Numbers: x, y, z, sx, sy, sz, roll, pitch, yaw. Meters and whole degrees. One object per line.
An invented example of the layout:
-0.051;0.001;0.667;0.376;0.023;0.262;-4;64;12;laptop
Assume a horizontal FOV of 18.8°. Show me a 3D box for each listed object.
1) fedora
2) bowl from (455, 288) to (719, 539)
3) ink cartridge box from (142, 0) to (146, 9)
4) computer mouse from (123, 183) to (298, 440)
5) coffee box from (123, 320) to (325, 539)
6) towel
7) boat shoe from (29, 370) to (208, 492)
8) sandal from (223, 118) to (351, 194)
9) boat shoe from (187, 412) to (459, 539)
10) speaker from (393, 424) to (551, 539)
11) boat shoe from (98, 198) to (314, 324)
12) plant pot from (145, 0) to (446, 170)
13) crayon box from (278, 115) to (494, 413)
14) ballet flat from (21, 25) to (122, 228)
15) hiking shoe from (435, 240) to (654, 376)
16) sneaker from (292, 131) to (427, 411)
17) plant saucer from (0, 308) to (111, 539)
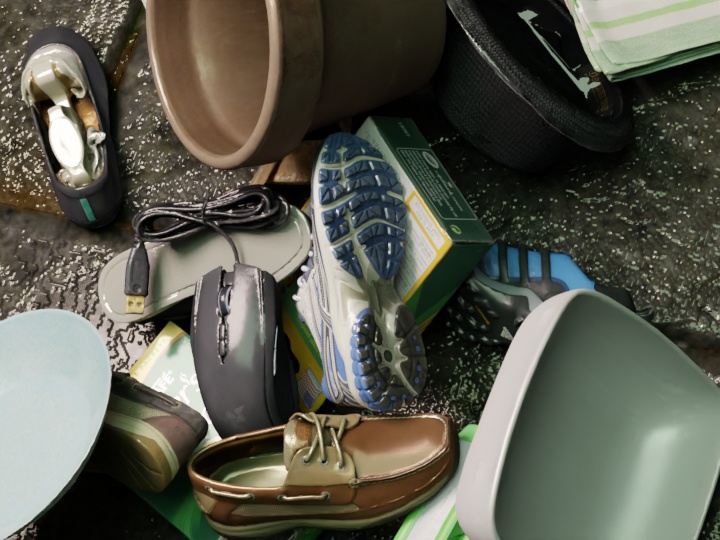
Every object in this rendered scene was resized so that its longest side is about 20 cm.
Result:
0.111;-0.146;1.638;0.092;0.200;0.201;-46;58;28;fedora
0.149;0.132;1.483;0.074;0.200;0.201;-1;60;49;bowl
-0.063;-0.224;1.711;0.199;0.146;0.083;-31;61;2;ink cartridge box
-0.117;0.040;1.583;0.139;0.046;0.202;-2;92;26;computer mouse
-0.108;0.141;1.625;0.200;0.044;0.123;38;83;27;coffee box
0.221;-0.241;1.680;0.151;0.023;0.201;-17;57;-7;towel
-0.184;0.107;1.598;0.066;0.072;0.200;-32;30;-30;boat shoe
-0.046;-0.078;1.702;0.070;0.078;0.212;40;90;-4;sandal
-0.030;0.138;1.519;0.199;0.074;0.076;-16;46;17;boat shoe
0.057;0.212;1.522;0.088;0.089;0.201;25;76;24;speaker
-0.107;-0.004;1.640;0.199;0.060;0.074;-23;78;31;boat shoe
-0.036;-0.180;1.568;0.173;0.201;0.201;-8;58;-30;plant pot
0.000;0.000;1.612;0.200;0.051;0.126;-51;57;32;crayon box
-0.239;-0.130;1.768;0.073;0.073;0.201;-21;63;7;ballet flat
0.116;0.014;1.610;0.086;0.075;0.200;-31;50;-32;hiking shoe
-0.016;0.004;1.542;0.085;0.077;0.202;-17;77;51;sneaker
-0.249;0.121;1.544;0.200;0.039;0.202;-20;47;22;plant saucer
